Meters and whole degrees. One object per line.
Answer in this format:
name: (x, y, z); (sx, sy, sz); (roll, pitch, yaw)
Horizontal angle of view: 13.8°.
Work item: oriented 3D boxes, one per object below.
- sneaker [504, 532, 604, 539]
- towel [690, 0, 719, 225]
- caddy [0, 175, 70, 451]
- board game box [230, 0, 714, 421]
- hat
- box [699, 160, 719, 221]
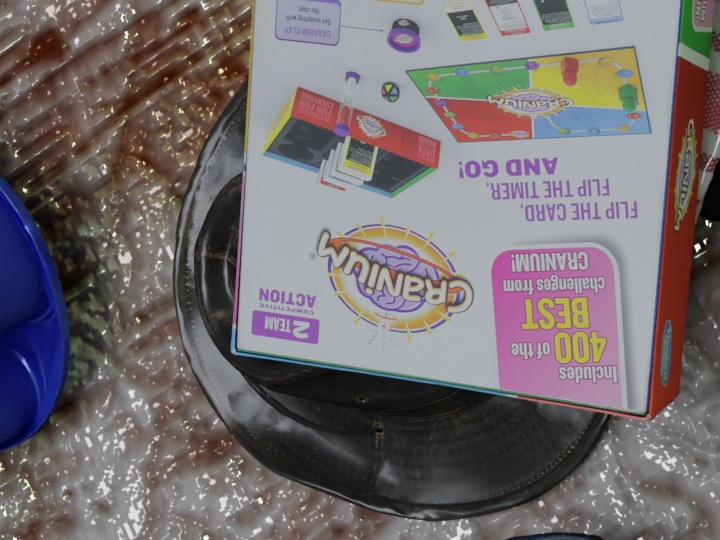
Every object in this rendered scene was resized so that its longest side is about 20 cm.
sneaker: (0.060, 0.127, 1.004); (0.077, 0.200, 0.085); (13, 82, -8)
towel: (0.077, -0.107, 1.020); (0.146, 0.030, 0.200); (25, 97, 16)
caddy: (-0.205, 0.001, 1.186); (0.200, 0.105, 0.142); (30, 126, 25)
board game box: (0.037, -0.061, 0.987); (0.153, 0.040, 0.201); (9, 103, 20)
hat: (0.000, 0.000, 1.084); (0.200, 0.081, 0.201); (0, 89, 28)
box: (0.185, -0.117, 1.008); (0.200, 0.036, 0.143); (-23, 80, 26)
